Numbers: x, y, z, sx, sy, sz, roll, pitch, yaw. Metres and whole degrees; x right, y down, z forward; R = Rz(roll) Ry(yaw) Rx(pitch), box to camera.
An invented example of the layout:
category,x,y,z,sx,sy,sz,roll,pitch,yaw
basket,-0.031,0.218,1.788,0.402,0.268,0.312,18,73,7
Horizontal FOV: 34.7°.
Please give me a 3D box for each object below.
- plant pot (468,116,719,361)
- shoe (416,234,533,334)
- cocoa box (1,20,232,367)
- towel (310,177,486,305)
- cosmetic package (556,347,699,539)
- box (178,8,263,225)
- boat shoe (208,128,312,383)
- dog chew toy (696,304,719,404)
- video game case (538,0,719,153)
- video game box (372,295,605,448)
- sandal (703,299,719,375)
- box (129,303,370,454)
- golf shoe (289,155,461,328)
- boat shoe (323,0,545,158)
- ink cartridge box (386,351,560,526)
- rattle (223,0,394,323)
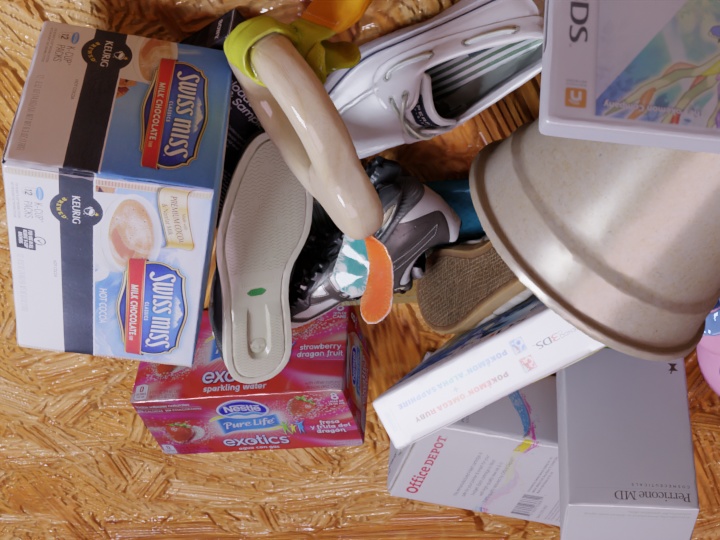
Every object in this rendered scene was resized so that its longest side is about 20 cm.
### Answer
category,x,y,z,sx,sy,sz,roll,pitch,yaw
plant pot,0.203,-0.077,0.751,0.199,0.202,0.184,23,127,-21
shoe,0.103,0.006,0.884,0.053,0.071,0.200,-3,168,-25
cocoa box,-0.164,-0.046,0.797,0.130,0.134,0.201,8,141,-7
towel,0.037,-0.022,0.953,0.198,0.022,0.147,-2,140,11
cosmetic package,0.220,0.127,0.970,0.106,0.202,0.085,0,142,5
box,-0.121,-0.097,0.865,0.199,0.036,0.143,-22,134,31
boat shoe,-0.081,-0.017,0.861,0.071,0.068,0.202,-2,120,-21
dog chew toy,0.339,0.071,0.958,0.124,0.125,0.200,-24,126,31
video game case,0.203,-0.153,0.646,0.197,0.184,0.022,6,164,-1
video game box,0.123,0.052,0.880,0.181,0.200,0.047,-28,90,25
sandal,0.288,-0.009,0.843,0.086,0.079,0.202,19,103,9
box,-0.096,0.099,1.051,0.198,0.100,0.096,-4,140,12
golf shoe,0.000,0.000,0.907,0.094,0.078,0.200,25,140,-22
boat shoe,0.042,-0.123,0.765,0.199,0.067,0.073,-33,129,26
ink cartridge box,0.137,0.167,1.120,0.198,0.088,0.146,10,141,-8
rattle,0.009,-0.090,0.743,0.201,0.142,0.130,55,154,-5
